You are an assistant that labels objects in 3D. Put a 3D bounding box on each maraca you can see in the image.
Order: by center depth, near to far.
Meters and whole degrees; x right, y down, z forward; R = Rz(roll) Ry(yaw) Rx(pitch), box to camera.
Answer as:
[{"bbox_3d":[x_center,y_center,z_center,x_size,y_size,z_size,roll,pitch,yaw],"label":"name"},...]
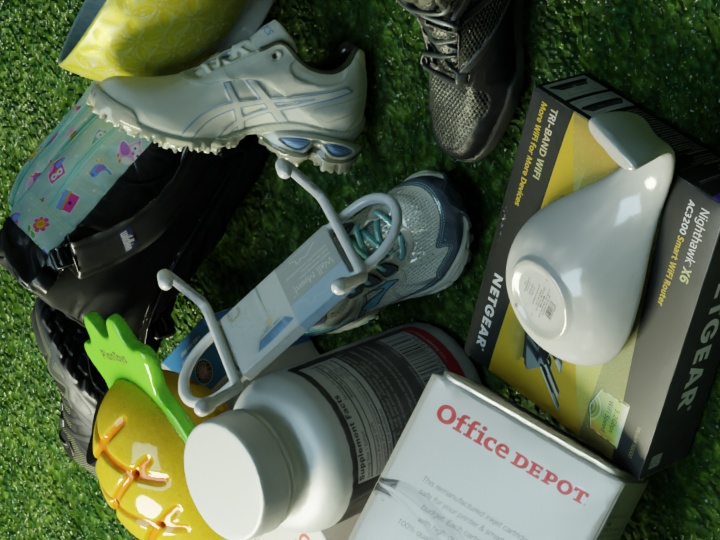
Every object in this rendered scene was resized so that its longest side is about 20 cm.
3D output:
[{"bbox_3d":[-0.141,0.119,1.444,0.137,0.107,0.201,0,118,58],"label":"maraca"}]

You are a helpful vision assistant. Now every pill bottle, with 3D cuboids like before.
[{"bbox_3d":[-0.018,0.112,1.376,0.110,0.199,0.111,20,118,43],"label":"pill bottle"}]

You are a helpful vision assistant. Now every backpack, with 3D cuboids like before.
[{"bbox_3d":[-0.168,-0.058,1.496,0.126,0.167,0.200,36,88,29],"label":"backpack"}]

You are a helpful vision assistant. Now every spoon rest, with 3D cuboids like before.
[{"bbox_3d":[0.139,-0.019,1.198,0.100,0.060,0.200,51,148,23],"label":"spoon rest"}]

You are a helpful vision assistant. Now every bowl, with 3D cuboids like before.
[{"bbox_3d":[-0.118,-0.205,1.430,0.107,0.201,0.200,28,137,-15],"label":"bowl"}]

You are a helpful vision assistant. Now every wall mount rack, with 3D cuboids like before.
[{"bbox_3d":[-0.058,0.020,1.320,0.200,0.075,0.174,-42,36,11],"label":"wall mount rack"}]

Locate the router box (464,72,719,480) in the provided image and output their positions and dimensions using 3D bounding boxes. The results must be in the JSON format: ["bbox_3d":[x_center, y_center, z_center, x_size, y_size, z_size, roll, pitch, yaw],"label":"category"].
[{"bbox_3d":[0.155,0.003,1.261,0.157,0.052,0.201,35,127,34],"label":"router box"}]

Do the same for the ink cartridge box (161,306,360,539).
[{"bbox_3d":[-0.072,0.141,1.534,0.146,0.086,0.201,-45,68,46],"label":"ink cartridge box"}]

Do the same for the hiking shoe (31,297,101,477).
[{"bbox_3d":[-0.231,0.113,1.704,0.101,0.075,0.201,-39,75,43],"label":"hiking shoe"}]

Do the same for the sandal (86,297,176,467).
[{"bbox_3d":[-0.186,0.062,1.574,0.045,0.201,0.075,28,134,-16],"label":"sandal"}]

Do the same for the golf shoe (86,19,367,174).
[{"bbox_3d":[-0.087,-0.128,1.386,0.078,0.199,0.098,44,125,56],"label":"golf shoe"}]

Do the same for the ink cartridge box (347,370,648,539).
[{"bbox_3d":[0.074,0.186,1.309,0.146,0.083,0.201,29,95,21],"label":"ink cartridge box"}]

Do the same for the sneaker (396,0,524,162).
[{"bbox_3d":[0.052,-0.157,1.275,0.076,0.114,0.201,35,128,37],"label":"sneaker"}]

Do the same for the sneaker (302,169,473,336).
[{"bbox_3d":[0.000,0.000,1.404,0.200,0.086,0.078,-39,74,47],"label":"sneaker"}]
